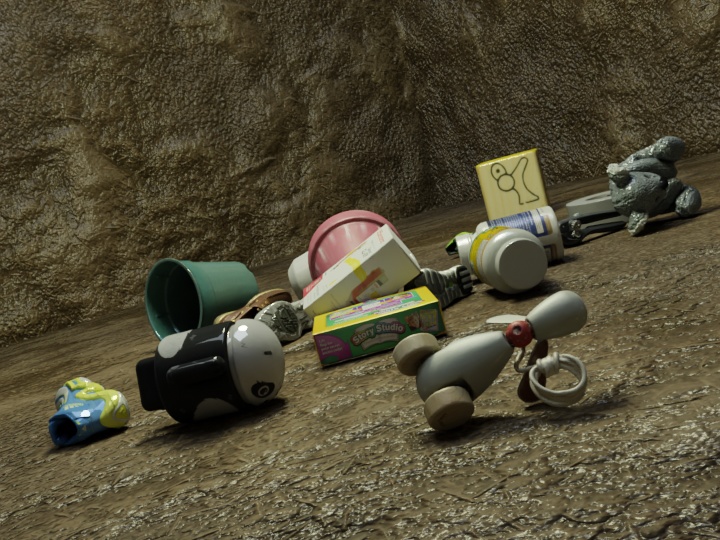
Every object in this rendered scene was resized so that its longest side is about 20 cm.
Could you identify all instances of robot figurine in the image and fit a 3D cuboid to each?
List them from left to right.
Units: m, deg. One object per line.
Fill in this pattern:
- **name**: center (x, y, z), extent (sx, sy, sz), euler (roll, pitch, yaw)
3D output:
- **robot figurine**: center (-0.200, 0.139, 1.213), extent (0.199, 0.125, 0.151), euler (-14, 30, 10)

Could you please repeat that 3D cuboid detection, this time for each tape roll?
- **tape roll**: center (0.603, -0.152, 2.163), extent (0.199, 0.067, 0.200), euler (-16, 6, 2)

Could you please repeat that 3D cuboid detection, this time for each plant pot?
- **plant pot**: center (-0.347, 0.062, 2.009), extent (0.199, 0.202, 0.196), euler (-10, 0, 40)
- **plant pot**: center (0.000, 0.000, 1.744), extent (0.199, 0.201, 0.179), euler (-15, 21, -1)

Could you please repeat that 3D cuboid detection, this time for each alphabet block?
- **alphabet block**: center (0.483, -0.261, 2.807), extent (0.194, 0.201, 0.196), euler (-13, 6, 13)

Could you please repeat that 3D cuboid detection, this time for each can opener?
- **can opener**: center (0.500, -0.101, 1.956), extent (0.199, 0.064, 0.079), euler (-18, 6, -22)

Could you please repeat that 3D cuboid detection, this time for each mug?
- **mug**: center (-0.077, 0.019, 2.099), extent (0.152, 0.187, 0.150), euler (-23, 37, 9)

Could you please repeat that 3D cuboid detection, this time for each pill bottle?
- **pill bottle**: center (0.295, -0.052, 1.779), extent (0.199, 0.112, 0.111), euler (-14, 6, 5)
- **pill bottle**: center (0.260, -0.019, 1.562), extent (0.112, 0.114, 0.200), euler (-15, 6, -2)

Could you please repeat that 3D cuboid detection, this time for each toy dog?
- **toy dog**: center (0.136, 0.098, 0.911), extent (0.199, 0.133, 0.096), euler (-9, -31, 14)

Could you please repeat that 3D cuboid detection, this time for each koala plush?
- **koala plush**: center (0.587, -0.164, 1.876), extent (0.183, 0.178, 0.200), euler (-17, 8, 38)

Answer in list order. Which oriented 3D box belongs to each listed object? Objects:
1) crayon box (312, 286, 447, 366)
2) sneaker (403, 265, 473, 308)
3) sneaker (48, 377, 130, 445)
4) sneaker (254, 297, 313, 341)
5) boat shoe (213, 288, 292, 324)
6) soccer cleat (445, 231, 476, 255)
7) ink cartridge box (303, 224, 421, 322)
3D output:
- **crayon box**: center (0.026, 0.087, 1.426), extent (0.199, 0.059, 0.173), euler (-15, 7, 0)
- **sneaker**: center (0.112, 0.041, 1.629), extent (0.115, 0.076, 0.199), euler (-16, -6, 37)
- **sneaker**: center (-0.432, 0.211, 1.332), extent (0.105, 0.076, 0.199), euler (-21, 9, -42)
- **sneaker**: center (-0.154, 0.102, 1.719), extent (0.099, 0.078, 0.200), euler (-19, -6, 28)
- **boat shoe**: center (-0.216, 0.097, 1.898), extent (0.200, 0.072, 0.067), euler (-28, 18, -38)
- **soccer cleat**: center (0.284, -0.062, 2.188), extent (0.081, 0.068, 0.200), euler (-37, 14, -24)
- **ink cartridge box**: center (-0.001, 0.019, 1.576), extent (0.200, 0.084, 0.145), euler (-38, 12, 5)
